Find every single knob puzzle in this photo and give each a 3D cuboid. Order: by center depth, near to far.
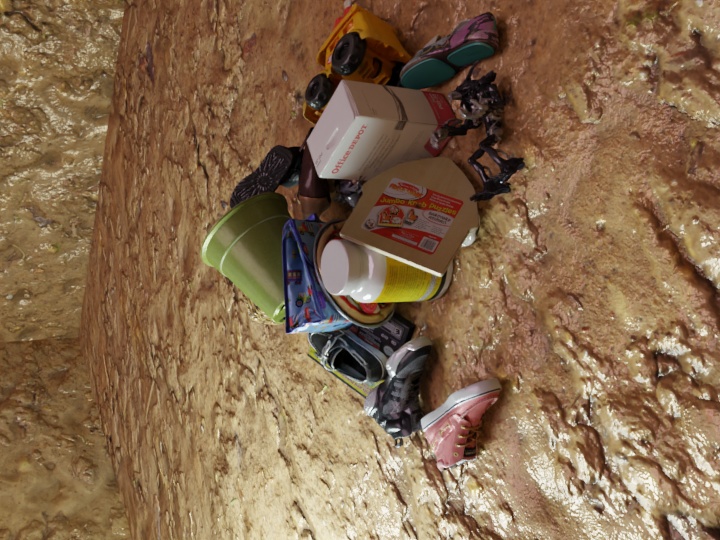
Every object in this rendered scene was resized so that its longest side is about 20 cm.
[{"bbox_3d":[0.091,-0.094,1.099,0.031,0.218,0.221,74,170,-55],"label":"knob puzzle"}]

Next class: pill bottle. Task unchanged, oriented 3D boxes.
[{"bbox_3d":[0.042,-0.006,1.150,0.112,0.198,0.114,2,92,56],"label":"pill bottle"}]

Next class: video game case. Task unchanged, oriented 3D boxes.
[{"bbox_3d":[-0.004,0.131,1.330,0.199,0.025,0.182,32,118,30],"label":"video game case"}]

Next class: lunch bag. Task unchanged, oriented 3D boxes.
[{"bbox_3d":[-0.065,0.000,1.243,0.094,0.150,0.202,-21,75,38],"label":"lunch bag"}]

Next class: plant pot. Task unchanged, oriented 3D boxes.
[{"bbox_3d":[-0.167,-0.009,1.352,0.190,0.199,0.201,51,134,18],"label":"plant pot"}]

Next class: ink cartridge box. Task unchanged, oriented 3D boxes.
[{"bbox_3d":[0.034,-0.220,1.157,0.147,0.198,0.083,-51,50,45],"label":"ink cartridge box"}]

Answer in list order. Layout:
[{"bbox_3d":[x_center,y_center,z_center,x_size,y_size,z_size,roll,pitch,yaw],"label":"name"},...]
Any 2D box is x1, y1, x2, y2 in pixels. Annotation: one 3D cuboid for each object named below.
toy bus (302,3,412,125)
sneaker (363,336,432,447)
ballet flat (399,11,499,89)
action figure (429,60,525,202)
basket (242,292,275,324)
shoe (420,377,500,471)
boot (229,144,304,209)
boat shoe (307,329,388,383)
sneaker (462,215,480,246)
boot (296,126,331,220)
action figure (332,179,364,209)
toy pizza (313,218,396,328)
[{"bbox_3d":[-0.020,-0.372,1.285,0.200,0.135,0.193,-43,47,32],"label":"toy bus"},{"bbox_3d":[0.086,0.210,1.210,0.114,0.075,0.201,52,129,31],"label":"sneaker"},{"bbox_3d":[0.140,-0.346,1.122,0.199,0.069,0.072,-13,62,53],"label":"ballet flat"},{"bbox_3d":[0.166,-0.211,1.045,0.119,0.101,0.202,130,129,-60],"label":"action figure"},{"bbox_3d":[-0.212,0.016,1.601,0.149,0.142,0.202,-23,71,54],"label":"basket"},{"bbox_3d":[0.163,0.239,1.092,0.200,0.071,0.092,-52,50,51],"label":"shoe"},{"bbox_3d":[-0.175,-0.183,1.449,0.165,0.200,0.066,-44,93,11],"label":"boot"},{"bbox_3d":[-0.039,0.151,1.295,0.199,0.068,0.074,31,117,38],"label":"boat shoe"},{"bbox_3d":[0.112,-0.090,1.151,0.200,0.080,0.076,31,115,51],"label":"sneaker"},{"bbox_3d":[-0.087,-0.199,1.409,0.200,0.072,0.168,-96,11,-65],"label":"boot"},{"bbox_3d":[-0.019,-0.210,1.368,0.130,0.069,0.202,-20,78,49],"label":"action figure"},{"bbox_3d":[0.000,0.000,1.225,0.032,0.199,0.202,-28,66,37],"label":"toy pizza"}]
